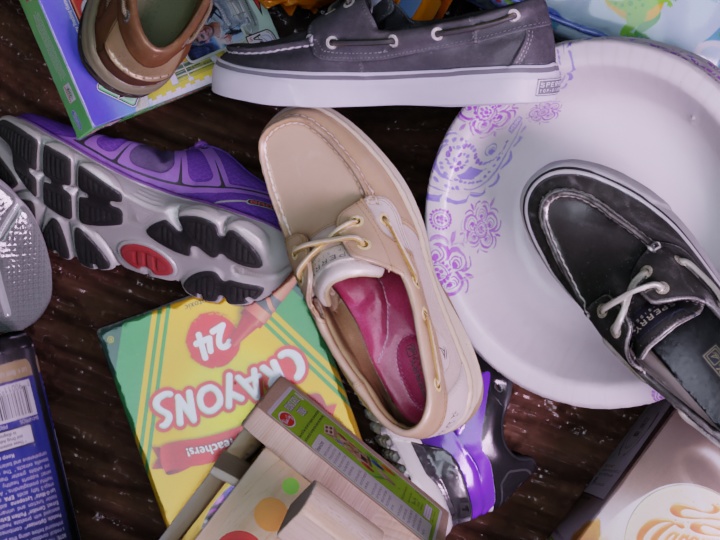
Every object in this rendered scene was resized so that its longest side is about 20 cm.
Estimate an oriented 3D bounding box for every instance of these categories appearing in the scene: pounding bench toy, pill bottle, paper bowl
[{"bbox_3d":[-0.052,0.167,1.245,0.124,0.200,0.156,39,96,0],"label":"pounding bench toy"},{"bbox_3d":[-0.218,0.143,1.342,0.111,0.112,0.202,-13,90,-1],"label":"pill bottle"},{"bbox_3d":[0.143,-0.029,1.316,0.199,0.104,0.203,2,95,19],"label":"paper bowl"}]

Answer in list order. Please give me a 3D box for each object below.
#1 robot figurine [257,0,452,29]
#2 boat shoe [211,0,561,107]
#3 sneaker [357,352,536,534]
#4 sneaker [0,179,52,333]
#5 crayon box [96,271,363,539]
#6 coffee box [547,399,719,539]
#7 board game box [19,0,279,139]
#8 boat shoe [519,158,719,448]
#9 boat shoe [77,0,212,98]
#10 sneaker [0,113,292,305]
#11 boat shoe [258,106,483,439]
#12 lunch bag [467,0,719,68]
[{"bbox_3d":[0.020,-0.199,1.306,0.145,0.058,0.201,51,131,25],"label":"robot figurine"},{"bbox_3d":[0.011,-0.123,1.268,0.198,0.070,0.067,3,100,26],"label":"boat shoe"},{"bbox_3d":[0.043,0.047,1.372,0.099,0.070,0.201,-23,95,-7],"label":"sneaker"},{"bbox_3d":[-0.250,-0.050,1.365,0.070,0.080,0.201,-41,110,-7],"label":"sneaker"},{"bbox_3d":[-0.061,0.106,1.374,0.126,0.051,0.201,-20,91,-1],"label":"crayon box"},{"bbox_3d":[0.182,0.157,1.363,0.114,0.080,0.201,36,90,-1],"label":"coffee box"},{"bbox_3d":[-0.140,-0.192,1.353,0.134,0.029,0.201,-24,91,-29],"label":"board game box"},{"bbox_3d":[0.158,0.019,1.229,0.200,0.064,0.071,45,107,9],"label":"boat shoe"},{"bbox_3d":[-0.098,-0.194,1.316,0.075,0.074,0.202,18,72,-23],"label":"boat shoe"},{"bbox_3d":[-0.120,-0.043,1.365,0.199,0.084,0.081,22,133,14],"label":"sneaker"},{"bbox_3d":[0.000,0.000,1.279,0.073,0.069,0.201,-32,85,23],"label":"boat shoe"},{"bbox_3d":[0.149,-0.204,1.361,0.199,0.082,0.162,26,87,-2],"label":"lunch bag"}]
